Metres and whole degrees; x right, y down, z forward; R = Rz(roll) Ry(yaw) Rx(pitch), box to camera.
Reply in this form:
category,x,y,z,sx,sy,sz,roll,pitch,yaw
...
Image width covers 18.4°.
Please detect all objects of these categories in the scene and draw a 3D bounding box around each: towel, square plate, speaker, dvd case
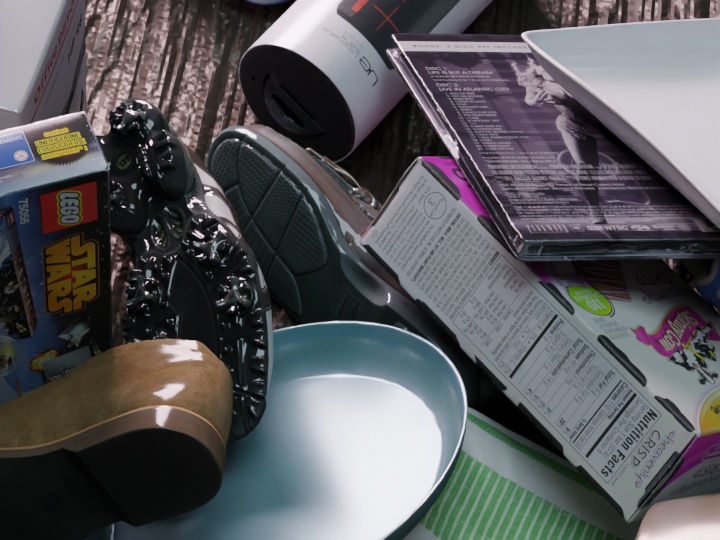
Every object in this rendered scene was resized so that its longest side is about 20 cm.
category,x,y,z,sx,sy,sz,roll,pitch,yaw
towel,0.065,0.160,1.028,0.152,0.023,0.201,28,47,-7
square plate,0.207,-0.068,1.115,0.197,0.029,0.200,-7,37,-32
speaker,0.019,-0.150,1.245,0.081,0.081,0.200,32,57,16
dvd case,0.112,-0.065,1.118,0.148,0.016,0.200,-1,35,-20

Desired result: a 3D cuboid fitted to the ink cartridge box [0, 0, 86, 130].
category,x,y,z,sx,sy,sz,roll,pitch,yaw
ink cartridge box,-0.181,-0.087,1.100,0.066,0.200,0.116,12,54,3

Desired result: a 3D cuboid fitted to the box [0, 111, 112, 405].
category,x,y,z,sx,sy,sz,roll,pitch,yaw
box,-0.183,0.021,1.021,0.136,0.200,0.040,-14,54,-17

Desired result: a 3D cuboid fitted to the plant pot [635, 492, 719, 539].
category,x,y,z,sx,sy,sz,roll,pitch,yaw
plant pot,0.207,0.173,0.981,0.173,0.200,0.201,5,52,18

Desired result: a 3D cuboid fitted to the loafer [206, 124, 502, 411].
category,x,y,z,sx,sy,sz,roll,pitch,yaw
loafer,0.000,0.000,1.150,0.063,0.072,0.200,-22,64,-45

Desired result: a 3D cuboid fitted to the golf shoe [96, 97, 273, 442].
category,x,y,z,sx,sy,sz,roll,pitch,yaw
golf shoe,-0.077,0.006,1.108,0.078,0.094,0.201,-30,56,12

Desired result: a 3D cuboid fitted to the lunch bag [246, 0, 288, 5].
category,x,y,z,sx,sy,sz,roll,pitch,yaw
lunch bag,-0.051,-0.257,1.315,0.160,0.083,0.200,34,56,21

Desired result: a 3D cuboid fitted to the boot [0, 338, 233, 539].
category,x,y,z,sx,sy,sz,roll,pitch,yaw
boot,-0.147,0.084,1.030,0.199,0.074,0.076,-13,37,20

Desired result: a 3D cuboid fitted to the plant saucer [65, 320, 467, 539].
category,x,y,z,sx,sy,sz,roll,pitch,yaw
plant saucer,-0.042,0.096,1.043,0.199,0.028,0.201,-14,33,10

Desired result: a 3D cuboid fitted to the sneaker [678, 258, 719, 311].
category,x,y,z,sx,sy,sz,roll,pitch,yaw
sneaker,0.194,-0.047,1.170,0.077,0.076,0.201,18,34,-27

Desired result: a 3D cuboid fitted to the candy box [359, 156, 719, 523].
category,x,y,z,sx,sy,sz,roll,pitch,yaw
candy box,0.113,0.027,1.098,0.200,0.061,0.136,47,27,23
